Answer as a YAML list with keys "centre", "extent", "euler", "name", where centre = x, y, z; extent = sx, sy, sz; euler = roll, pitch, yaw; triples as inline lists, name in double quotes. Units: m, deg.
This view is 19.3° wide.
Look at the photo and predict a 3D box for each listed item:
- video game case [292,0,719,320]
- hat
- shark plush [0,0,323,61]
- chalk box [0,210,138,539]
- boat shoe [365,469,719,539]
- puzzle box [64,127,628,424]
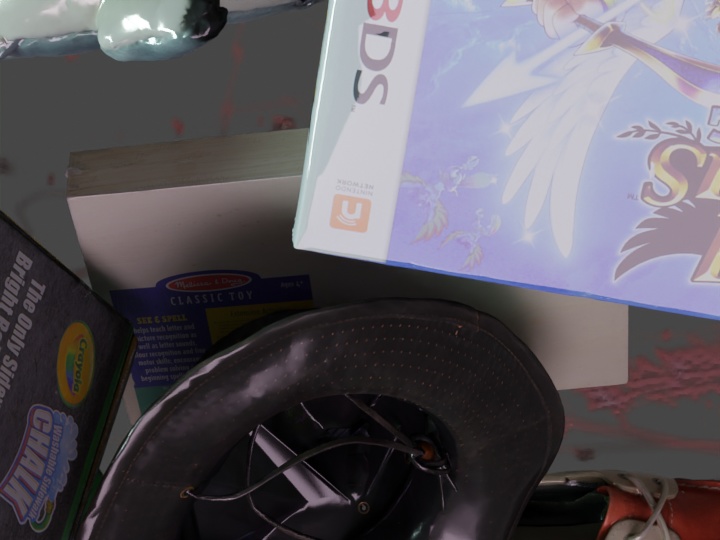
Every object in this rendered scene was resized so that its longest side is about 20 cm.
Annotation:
- centre: [0.090, -0.079, 0.607]
  extent: [0.198, 0.046, 0.183]
  euler: [9, 113, 0]
  name: "video game case"
- centre: [-0.028, 0.073, 0.773]
  extent: [0.199, 0.081, 0.202]
  euler: [-16, 131, -19]
  name: "hat"
- centre: [-0.097, -0.077, 0.661]
  extent: [0.199, 0.092, 0.083]
  euler: [-25, 164, 17]
  name: "shark plush"
- centre: [-0.169, 0.050, 0.731]
  extent: [0.123, 0.125, 0.200]
  euler: [-9, 141, 35]
  name: "chalk box"
- centre: [0.099, 0.114, 0.883]
  extent: [0.198, 0.072, 0.063]
  euler: [-4, 136, 8]
  name: "boat shoe"
- centre: [0.000, 0.000, 0.779]
  extent: [0.198, 0.026, 0.134]
  euler: [-5, 139, 2]
  name: "puzzle box"
